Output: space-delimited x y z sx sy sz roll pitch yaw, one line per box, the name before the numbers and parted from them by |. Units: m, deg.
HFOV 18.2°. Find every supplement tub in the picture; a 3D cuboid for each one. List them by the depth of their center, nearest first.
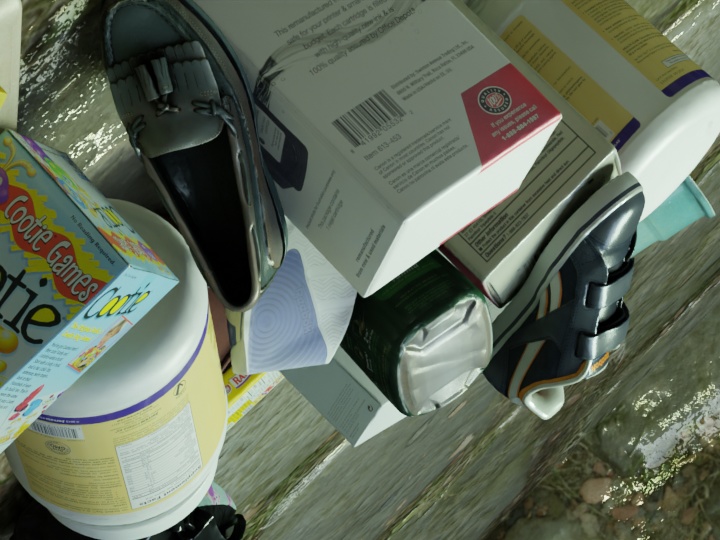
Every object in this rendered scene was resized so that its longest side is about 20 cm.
supplement tub | -0.158 0.067 1.389 0.145 0.145 0.200 -40 153 -21
supplement tub | 0.154 -0.138 1.652 0.145 0.200 0.146 -41 163 -15

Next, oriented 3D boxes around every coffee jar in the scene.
coffee jar | 0.000 0.000 1.526 0.085 0.200 0.104 -33 146 -17

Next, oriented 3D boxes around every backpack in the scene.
backpack | -0.178 0.196 1.765 0.167 0.127 0.200 -38 168 17

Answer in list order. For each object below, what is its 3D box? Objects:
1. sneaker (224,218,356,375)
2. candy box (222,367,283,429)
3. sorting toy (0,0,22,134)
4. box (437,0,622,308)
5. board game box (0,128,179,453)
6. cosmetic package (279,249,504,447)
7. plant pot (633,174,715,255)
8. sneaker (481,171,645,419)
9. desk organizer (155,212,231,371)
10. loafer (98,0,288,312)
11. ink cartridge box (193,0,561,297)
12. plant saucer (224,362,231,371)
sneaker | -0.060 -0.037 1.469 0.080 0.200 0.115 -2 -173 -25
candy box | -0.105 0.105 1.835 0.102 0.026 0.200 -45 176 -5
sorting toy | -0.246 -0.045 1.167 0.185 0.036 0.200 -39 162 -23
box | 0.066 -0.092 1.539 0.128 0.200 0.109 -44 165 -1
board game box | -0.214 0.034 1.222 0.200 0.103 0.105 -43 169 4
cosmetic package | 0.011 0.032 1.666 0.200 0.151 0.052 -26 156 -49
plant pot | 0.162 -0.064 1.900 0.196 0.200 0.200 -40 165 5
sneaker | 0.152 0.021 1.532 0.078 0.079 0.200 -31 160 -45
desk organizer | -0.152 0.062 1.552 0.077 0.072 0.200 19 120 -32
loafer | -0.090 -0.068 1.256 0.072 0.200 0.063 -16 -151 14
ink cartridge box | -0.006 -0.107 1.328 0.145 0.200 0.084 -34 164 -35
plant saucer | -0.105 0.020 1.681 0.200 0.037 0.201 -42 164 -15
